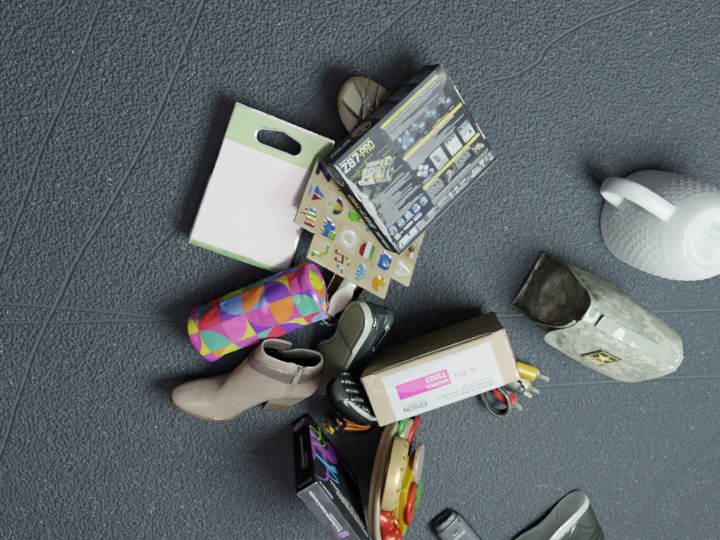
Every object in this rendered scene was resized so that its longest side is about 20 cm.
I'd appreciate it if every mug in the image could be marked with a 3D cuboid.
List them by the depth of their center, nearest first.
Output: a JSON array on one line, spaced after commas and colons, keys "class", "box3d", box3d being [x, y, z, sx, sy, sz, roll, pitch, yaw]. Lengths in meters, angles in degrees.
[{"class": "mug", "box3d": [0.423, -0.072, 0.961, 0.199, 0.175, 0.148, 30, 98, -13]}]

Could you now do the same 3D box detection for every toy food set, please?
[{"class": "toy food set", "box3d": [0.056, 0.303, 1.005, 0.048, 0.198, 0.201, 6, 113, 15]}]

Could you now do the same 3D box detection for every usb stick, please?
[{"class": "usb stick", "box3d": [0.193, 0.477, 1.143, 0.055, 0.033, 0.200, -38, 105, 1]}]

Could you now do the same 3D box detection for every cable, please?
[{"class": "cable", "box3d": [0.189, 0.150, 1.067, 0.200, 0.050, 0.097, 36, 105, -2]}]

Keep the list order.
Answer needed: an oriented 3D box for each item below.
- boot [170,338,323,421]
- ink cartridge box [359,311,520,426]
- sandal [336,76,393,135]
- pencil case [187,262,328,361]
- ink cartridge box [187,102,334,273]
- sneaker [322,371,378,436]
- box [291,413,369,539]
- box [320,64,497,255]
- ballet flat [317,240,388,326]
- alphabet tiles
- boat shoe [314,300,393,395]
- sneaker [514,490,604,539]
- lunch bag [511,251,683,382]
[{"class": "boot", "box3d": [-0.153, 0.148, 0.966, 0.199, 0.071, 0.146, 5, 139, -25]}, {"class": "ink cartridge box", "box3d": [0.111, 0.132, 0.958, 0.199, 0.165, 0.075, -20, 93, 9]}, {"class": "sandal", "box3d": [0.045, -0.190, 0.950, 0.199, 0.055, 0.082, 26, 92, -28]}, {"class": "pencil case", "box3d": [-0.140, 0.059, 0.949, 0.199, 0.088, 0.089, -21, 106, 12]}, {"class": "ink cartridge box", "box3d": [-0.137, -0.109, 0.946, 0.145, 0.048, 0.201, 19, 100, -12]}, {"class": "sneaker", "box3d": [-0.019, 0.204, 0.977, 0.090, 0.200, 0.070, -34, 66, 5]}, {"class": "box", "box3d": [-0.043, 0.307, 0.983, 0.036, 0.200, 0.143, -33, 106, 3]}, {"class": "box", "box3d": [0.070, -0.146, 0.914, 0.200, 0.049, 0.161, -45, 119, -10]}, {"class": "ballet flat", "box3d": [0.000, 0.000, 0.980, 0.068, 0.068, 0.201, 30, 98, -12]}, {"class": "alphabet tiles", "box3d": [0.005, -0.064, 0.937, 0.199, 0.006, 0.167, 29, 67, -29]}, {"class": "boat shoe", "box3d": [-0.012, 0.112, 0.984, 0.066, 0.075, 0.200, -3, 137, -33]}, {"class": "sneaker", "box3d": [0.320, 0.466, 1.130, 0.200, 0.071, 0.099, -40, 102, -6]}, {"class": "lunch bag", "box3d": [0.334, 0.074, 0.974, 0.163, 0.200, 0.118, 27, 99, -14]}]
